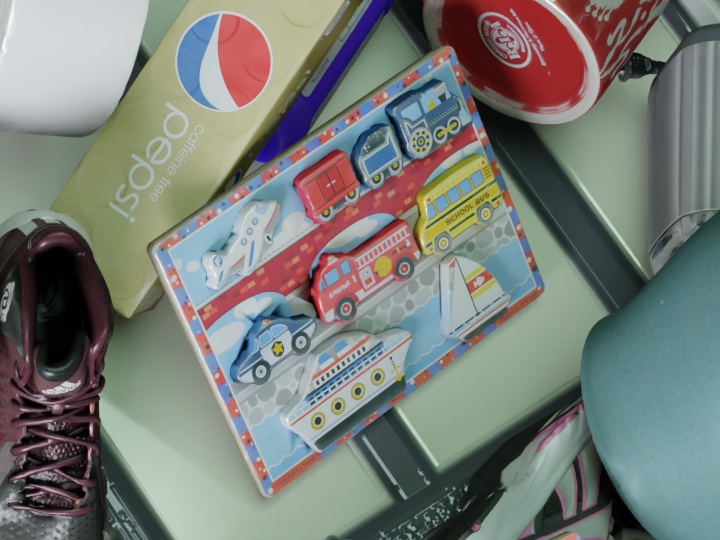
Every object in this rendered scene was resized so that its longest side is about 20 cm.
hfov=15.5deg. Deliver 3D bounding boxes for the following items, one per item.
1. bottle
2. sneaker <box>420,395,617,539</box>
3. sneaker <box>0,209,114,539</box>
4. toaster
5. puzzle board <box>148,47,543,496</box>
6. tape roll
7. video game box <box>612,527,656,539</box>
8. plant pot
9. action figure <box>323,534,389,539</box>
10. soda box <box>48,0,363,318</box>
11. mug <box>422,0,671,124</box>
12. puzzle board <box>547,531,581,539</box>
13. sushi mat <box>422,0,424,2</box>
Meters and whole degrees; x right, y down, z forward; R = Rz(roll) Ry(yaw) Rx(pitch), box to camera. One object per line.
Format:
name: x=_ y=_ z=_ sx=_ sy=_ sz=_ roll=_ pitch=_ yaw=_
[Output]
bottle: x=-0.025 y=-0.154 z=1.440 sx=0.083 sy=0.065 sz=0.201 roll=30 pitch=64 yaw=4
sneaker: x=0.095 y=0.134 z=1.336 sx=0.087 sy=0.080 sz=0.200 roll=52 pitch=49 yaw=-5
sneaker: x=-0.152 y=0.071 z=1.258 sx=0.075 sy=0.115 sz=0.202 roll=-2 pitch=91 yaw=-14
toaster: x=0.232 y=-0.051 z=1.436 sx=0.198 sy=0.114 sz=0.130 roll=9 pitch=68 yaw=-10
puzzle board: x=0.000 y=0.000 z=1.355 sx=0.200 sy=0.017 sz=0.151 roll=-35 pitch=116 yaw=-24
tape roll: x=-0.165 y=-0.170 z=1.330 sx=0.070 sy=0.202 sz=0.204 roll=2 pitch=67 yaw=-23
video game box: x=0.205 y=0.243 z=1.342 sx=0.181 sy=0.047 sz=0.201 roll=10 pitch=66 yaw=-7
plant pot: x=0.220 y=0.050 z=1.305 sx=0.200 sy=0.187 sz=0.201 roll=35 pitch=40 yaw=-36
action figure: x=-0.020 y=0.203 z=1.291 sx=0.199 sy=0.069 sz=0.131 roll=-17 pitch=68 yaw=-23
soda box: x=-0.083 y=-0.076 z=1.342 sx=0.068 sy=0.064 sz=0.201 roll=35 pitch=96 yaw=3
mug: x=0.108 y=-0.198 z=1.443 sx=0.177 sy=0.133 sz=0.200 roll=35 pitch=59 yaw=-3
puzzle board: x=0.042 y=0.232 z=1.248 sx=0.199 sy=0.017 sz=0.152 roll=-24 pitch=102 yaw=-14
sushi mat: x=0.077 y=-0.220 z=1.498 sx=0.096 sy=0.012 sz=0.201 roll=38 pitch=57 yaw=-38
